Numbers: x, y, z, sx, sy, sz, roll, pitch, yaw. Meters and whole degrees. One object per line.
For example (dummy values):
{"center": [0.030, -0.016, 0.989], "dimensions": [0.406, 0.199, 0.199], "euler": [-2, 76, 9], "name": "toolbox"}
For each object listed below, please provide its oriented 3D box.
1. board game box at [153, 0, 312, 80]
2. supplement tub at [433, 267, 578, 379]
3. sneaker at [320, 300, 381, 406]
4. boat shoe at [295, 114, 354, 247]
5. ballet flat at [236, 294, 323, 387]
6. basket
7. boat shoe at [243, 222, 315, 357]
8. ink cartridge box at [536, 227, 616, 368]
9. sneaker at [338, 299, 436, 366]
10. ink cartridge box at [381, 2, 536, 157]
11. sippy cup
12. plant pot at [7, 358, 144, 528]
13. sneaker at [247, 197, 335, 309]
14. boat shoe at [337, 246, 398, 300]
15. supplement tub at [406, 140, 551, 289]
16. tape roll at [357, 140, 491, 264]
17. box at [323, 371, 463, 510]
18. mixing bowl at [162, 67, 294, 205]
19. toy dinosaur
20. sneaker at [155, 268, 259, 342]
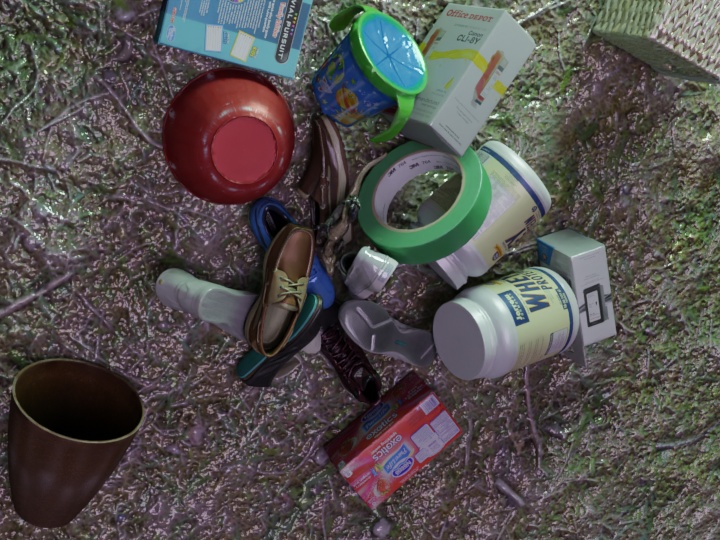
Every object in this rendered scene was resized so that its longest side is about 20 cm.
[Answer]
{"center": [-0.173, -0.366, 1.470], "dimensions": [0.198, 0.047, 0.152], "euler": [11, 102, -22], "name": "board game box"}
{"center": [0.228, 0.085, 1.660], "dimensions": [0.199, 0.145, 0.146], "euler": [-16, 112, -33], "name": "supplement tub"}
{"center": [-0.017, 0.129, 1.636], "dimensions": [0.075, 0.115, 0.201], "euler": [-36, 114, -6], "name": "sneaker"}
{"center": [-0.058, -0.126, 1.568], "dimensions": [0.074, 0.075, 0.204], "euler": [-13, 110, -13], "name": "boat shoe"}
{"center": [-0.106, 0.110, 1.608], "dimensions": [0.068, 0.068, 0.200], "euler": [30, 122, -31], "name": "ballet flat"}
{"center": [0.492, -0.412, 1.608], "dimensions": [0.160, 0.198, 0.201], "euler": [22, 98, -21], "name": "basket"}
{"center": [-0.107, 0.034, 1.519], "dimensions": [0.075, 0.074, 0.202], "euler": [10, 108, -25], "name": "boat shoe"}
{"center": [0.358, 0.045, 1.742], "dimensions": [0.067, 0.116, 0.202], "euler": [-18, 112, -14], "name": "ink cartridge box"}
{"center": [0.028, 0.099, 1.641], "dimensions": [0.200, 0.080, 0.071], "euler": [30, 78, -40], "name": "sneaker"}
{"center": [0.138, -0.282, 1.535], "dimensions": [0.083, 0.145, 0.201], "euler": [37, 85, -36], "name": "ink cartridge box"}
{"center": [0.004, -0.276, 1.503], "dimensions": [0.139, 0.179, 0.130], "euler": [34, 134, -26], "name": "sippy cup"}
{"center": [-0.427, 0.263, 1.515], "dimensions": [0.185, 0.187, 0.201], "euler": [13, 116, -22], "name": "plant pot"}
{"center": [-0.099, -0.020, 1.570], "dimensions": [0.066, 0.078, 0.201], "euler": [-37, 106, -12], "name": "sneaker"}
{"center": [0.000, 0.000, 1.570], "dimensions": [0.068, 0.200, 0.072], "euler": [36, 86, -5], "name": "boat shoe"}
{"center": [0.178, -0.084, 1.625], "dimensions": [0.200, 0.145, 0.145], "euler": [-44, 115, -2], "name": "supplement tub"}
{"center": [0.093, -0.105, 1.557], "dimensions": [0.200, 0.200, 0.048], "euler": [-41, 138, -3], "name": "tape roll"}
{"center": [0.052, 0.275, 1.715], "dimensions": [0.200, 0.095, 0.100], "euler": [-40, 114, -4], "name": "box"}
{"center": [-0.175, -0.179, 1.493], "dimensions": [0.198, 0.108, 0.202], "euler": [-5, 108, -17], "name": "mixing bowl"}
{"center": [-0.023, -0.082, 1.525], "dimensions": [0.047, 0.088, 0.201], "euler": [30, 106, 6], "name": "toy dinosaur"}
{"center": [-0.219, 0.045, 1.565], "dimensions": [0.074, 0.115, 0.200], "euler": [-64, 150, -5], "name": "sneaker"}
